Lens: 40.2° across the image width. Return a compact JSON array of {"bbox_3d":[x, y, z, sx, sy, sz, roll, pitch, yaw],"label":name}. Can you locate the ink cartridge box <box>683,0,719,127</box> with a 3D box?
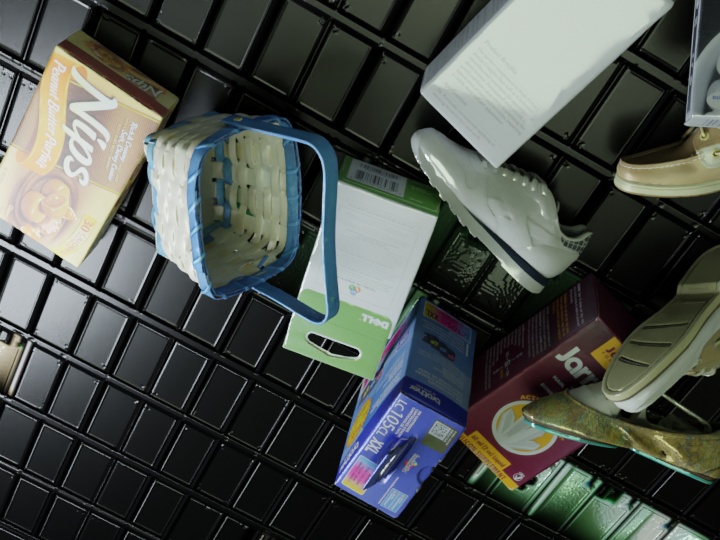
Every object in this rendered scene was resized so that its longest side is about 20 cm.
[{"bbox_3d":[0.356,-0.207,0.753,0.194,0.043,0.204,4,89,7],"label":"ink cartridge box"}]

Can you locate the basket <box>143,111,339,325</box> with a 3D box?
[{"bbox_3d":[-0.098,-0.059,0.892,0.199,0.138,0.179,27,128,35],"label":"basket"}]

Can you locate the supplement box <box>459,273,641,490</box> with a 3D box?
[{"bbox_3d":[0.192,0.114,0.987,0.110,0.086,0.199,43,117,-14],"label":"supplement box"}]

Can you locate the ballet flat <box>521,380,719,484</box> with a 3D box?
[{"bbox_3d":[0.248,0.137,0.910,0.197,0.071,0.072,18,121,-2],"label":"ballet flat"}]

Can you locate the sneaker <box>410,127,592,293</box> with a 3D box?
[{"bbox_3d":[0.128,-0.070,0.910,0.080,0.077,0.200,-41,113,19],"label":"sneaker"}]

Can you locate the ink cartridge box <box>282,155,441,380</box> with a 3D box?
[{"bbox_3d":[0.000,0.000,0.971,0.102,0.060,0.202,19,121,-1],"label":"ink cartridge box"}]

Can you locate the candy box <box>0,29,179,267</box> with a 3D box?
[{"bbox_3d":[-0.274,-0.114,0.956,0.115,0.056,0.201,33,119,-9],"label":"candy box"}]

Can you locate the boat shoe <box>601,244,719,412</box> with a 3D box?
[{"bbox_3d":[0.301,0.063,0.893,0.200,0.074,0.069,-43,108,-18],"label":"boat shoe"}]

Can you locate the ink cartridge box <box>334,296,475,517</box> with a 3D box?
[{"bbox_3d":[0.046,0.140,0.960,0.076,0.201,0.137,28,120,-7],"label":"ink cartridge box"}]

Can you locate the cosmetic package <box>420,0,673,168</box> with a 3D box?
[{"bbox_3d":[0.152,-0.195,0.830,0.101,0.074,0.200,41,116,-14],"label":"cosmetic package"}]

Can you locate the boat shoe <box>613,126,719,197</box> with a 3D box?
[{"bbox_3d":[0.317,-0.112,0.852,0.196,0.074,0.067,-11,113,3],"label":"boat shoe"}]
